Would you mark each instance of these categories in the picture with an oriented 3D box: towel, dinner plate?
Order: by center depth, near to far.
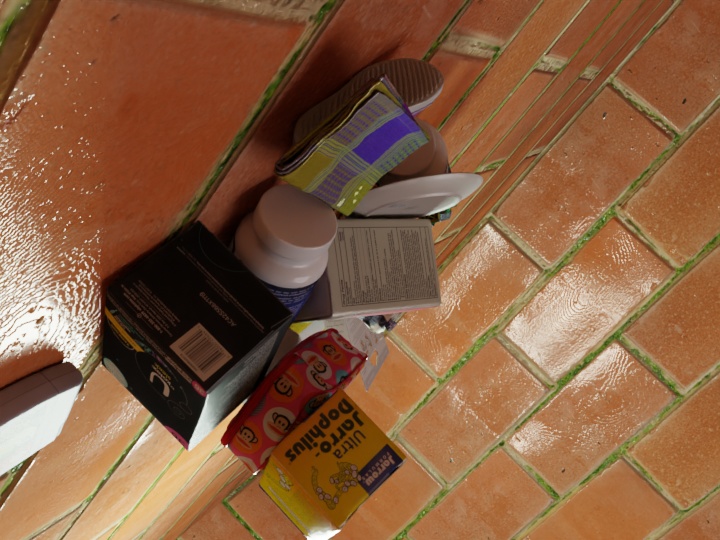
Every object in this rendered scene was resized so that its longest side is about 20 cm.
[{"bbox_3d":[-0.002,-0.125,0.829,0.144,0.023,0.200,-41,162,8],"label":"towel"},{"bbox_3d":[0.069,-0.093,1.055,0.200,0.024,0.200,-11,172,-2],"label":"dinner plate"}]

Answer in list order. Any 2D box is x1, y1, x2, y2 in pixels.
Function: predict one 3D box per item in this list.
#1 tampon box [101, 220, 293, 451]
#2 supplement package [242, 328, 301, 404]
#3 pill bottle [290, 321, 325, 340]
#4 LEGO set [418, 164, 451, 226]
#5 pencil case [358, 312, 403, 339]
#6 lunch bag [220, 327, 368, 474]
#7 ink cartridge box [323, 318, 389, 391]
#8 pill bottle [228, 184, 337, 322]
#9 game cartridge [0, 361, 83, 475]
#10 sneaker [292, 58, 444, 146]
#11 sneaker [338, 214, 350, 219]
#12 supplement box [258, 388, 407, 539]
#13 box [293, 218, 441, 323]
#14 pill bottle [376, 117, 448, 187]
[{"bbox_3d":[-0.184,0.078,0.853,0.126,0.150,0.200,-41,170,-33],"label":"tampon box"},{"bbox_3d":[-0.150,0.132,1.114,0.110,0.114,0.200,-56,167,-15],"label":"supplement package"},{"bbox_3d":[-0.135,0.120,1.398,0.200,0.104,0.104,-41,169,-29],"label":"pill bottle"},{"bbox_3d":[0.096,-0.147,1.381,0.154,0.116,0.200,-17,169,8],"label":"LEGO set"},{"bbox_3d":[-0.023,0.021,1.221,0.090,0.200,0.078,-58,179,-4],"label":"pencil case"},{"bbox_3d":[-0.085,0.171,0.990,0.176,0.082,0.200,-54,169,20],"label":"lunch bag"},{"bbox_3d":[-0.009,0.103,1.404,0.045,0.177,0.200,-12,-169,16],"label":"ink cartridge box"},{"bbox_3d":[-0.107,-0.006,0.948,0.116,0.116,0.200,-38,168,-41],"label":"pill bottle"},{"bbox_3d":[-0.372,0.171,0.783,0.200,0.041,0.133,-36,162,-49],"label":"game cartridge"},{"bbox_3d":[0.004,-0.163,0.894,0.200,0.073,0.114,-31,158,-20],"label":"sneaker"},{"bbox_3d":[0.004,-0.067,1.330,0.082,0.074,0.200,-44,163,-2],"label":"sneaker"},{"bbox_3d":[-0.039,0.236,0.914,0.109,0.110,0.200,-41,169,-25],"label":"supplement box"},{"bbox_3d":[0.000,0.000,1.084,0.200,0.128,0.109,-3,174,-39],"label":"box"},{"bbox_3d":[0.070,-0.153,1.119,0.111,0.111,0.200,-46,170,0],"label":"pill bottle"}]
